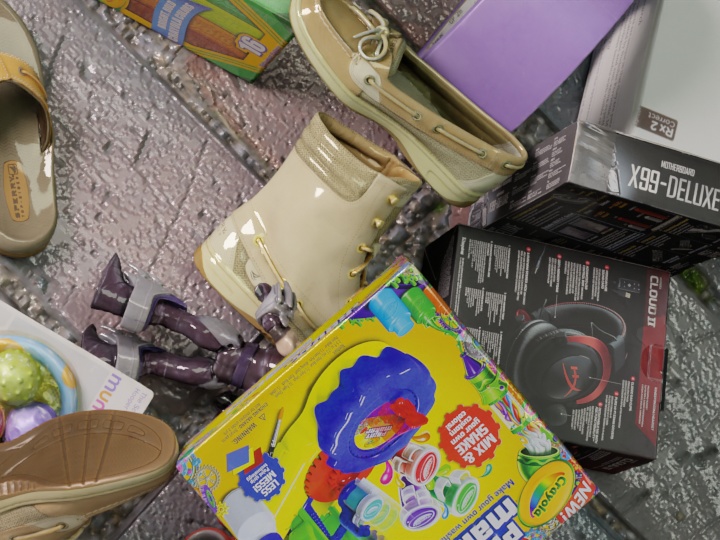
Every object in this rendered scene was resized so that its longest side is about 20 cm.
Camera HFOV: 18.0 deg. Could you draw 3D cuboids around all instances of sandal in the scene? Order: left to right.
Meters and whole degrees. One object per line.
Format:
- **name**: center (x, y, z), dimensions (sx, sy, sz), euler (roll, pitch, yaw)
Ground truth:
- **sandal**: center (-0.254, -0.110, 1.608), dimensions (0.080, 0.054, 0.202), euler (-10, 80, -22)

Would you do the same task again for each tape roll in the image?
- **tape roll**: center (0.124, -0.186, 1.689), dimensions (0.085, 0.200, 0.200), euler (43, 66, -5)

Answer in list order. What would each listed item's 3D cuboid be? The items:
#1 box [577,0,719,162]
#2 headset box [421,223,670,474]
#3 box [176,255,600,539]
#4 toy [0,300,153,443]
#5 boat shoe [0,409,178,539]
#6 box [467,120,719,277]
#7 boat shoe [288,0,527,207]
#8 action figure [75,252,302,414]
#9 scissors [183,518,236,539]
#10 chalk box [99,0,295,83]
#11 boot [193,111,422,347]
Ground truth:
- **box**: center (0.286, -0.132, 1.772), dimensions (0.198, 0.131, 0.202), euler (21, 70, -15)
- **headset box**: center (0.143, 0.063, 1.699), dimensions (0.198, 0.075, 0.150), euler (11, 73, -17)
- **box**: center (0.017, 0.129, 1.490), dimensions (0.200, 0.122, 0.193), euler (-41, 93, 1)
- **toy**: center (-0.254, 0.085, 1.540), dimensions (0.199, 0.047, 0.116), euler (32, 97, -7)
- **boat shoe**: center (-0.208, 0.146, 1.510), dimensions (0.198, 0.065, 0.072), euler (-12, 40, 15)
- **box**: center (0.186, -0.045, 1.675), dimensions (0.156, 0.200, 0.050), euler (15, 75, -15)
- **boat shoe**: center (0.033, -0.132, 1.599), dimensions (0.201, 0.063, 0.073), euler (47, 34, -14)
- **action figure**: center (-0.095, 0.060, 1.593), dimensions (0.198, 0.069, 0.131), euler (20, 110, -1)
- **scissors**: center (-0.062, 0.213, 1.539), dimensions (0.073, 0.200, 0.014), euler (-32, 124, -15)
- **chalk box**: center (-0.125, -0.250, 1.655), dimensions (0.199, 0.124, 0.125), euler (26, 69, -11)
- **boot**: center (0.000, 0.000, 1.626), dimensions (0.200, 0.073, 0.156), euler (41, 106, -1)
